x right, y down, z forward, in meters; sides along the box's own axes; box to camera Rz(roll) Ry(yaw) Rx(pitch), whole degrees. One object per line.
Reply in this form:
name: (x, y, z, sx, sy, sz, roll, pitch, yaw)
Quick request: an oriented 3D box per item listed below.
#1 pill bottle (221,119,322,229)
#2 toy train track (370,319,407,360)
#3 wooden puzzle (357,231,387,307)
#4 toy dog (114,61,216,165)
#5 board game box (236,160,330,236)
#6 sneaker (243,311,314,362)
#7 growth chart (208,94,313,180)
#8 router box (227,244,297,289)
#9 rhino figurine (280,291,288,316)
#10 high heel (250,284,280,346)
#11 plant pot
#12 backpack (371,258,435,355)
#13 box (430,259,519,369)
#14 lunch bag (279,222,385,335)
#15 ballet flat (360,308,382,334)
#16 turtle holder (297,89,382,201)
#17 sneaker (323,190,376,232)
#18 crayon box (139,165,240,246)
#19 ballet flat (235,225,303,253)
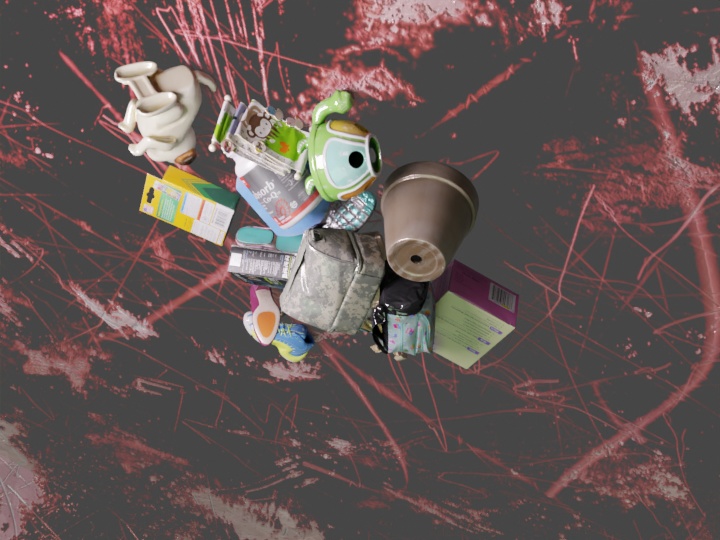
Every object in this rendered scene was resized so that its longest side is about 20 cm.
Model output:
pill bottle: (-0.171, -0.190, 1.594, 0.115, 0.116, 0.201, -28, 109, 39)
toy train track: (0.043, 0.164, 2.005, 0.114, 0.033, 0.200, -23, 124, 37)
wooden puzzle: (0.000, 0.000, 1.844, 0.182, 0.038, 0.202, -7, 129, 26)
toy dog: (-0.373, -0.294, 1.581, 0.140, 0.193, 0.201, 45, 150, 23)
board game box: (-0.154, -0.172, 1.695, 0.157, 0.039, 0.200, -35, 111, 18)
sneaker: (-0.194, 0.147, 2.049, 0.104, 0.076, 0.199, -33, 127, 28)
growth chart: (-0.178, -0.250, 1.527, 0.197, 0.147, 0.018, 18, 152, -24)
router box: (-0.195, -0.002, 1.803, 0.147, 0.063, 0.200, 7, 173, 6)
rhino figurine: (-0.140, 0.079, 1.884, 0.086, 0.061, 0.200, 0, -176, -7)
high heel: (-0.229, 0.104, 1.910, 0.066, 0.202, 0.097, -3, 144, -17)
plant pot: (0.122, -0.081, 1.605, 0.197, 0.175, 0.202, 10, 139, 9)
backpack: (0.094, 0.090, 1.694, 0.124, 0.168, 0.202, 7, 136, 12)
box: (0.223, 0.100, 1.826, 0.174, 0.098, 0.200, 27, 137, -11)
lunch bag: (-0.061, 0.014, 1.643, 0.165, 0.140, 0.202, 9, 127, -25)
ballet flat: (0.030, 0.123, 1.938, 0.198, 0.071, 0.071, 23, 139, -16)
turtle holder: (-0.031, -0.227, 1.543, 0.130, 0.189, 0.141, -5, 167, 24)
sneaker: (-0.034, -0.094, 1.727, 0.200, 0.091, 0.078, -44, 79, 24)
crayon box: (-0.373, -0.146, 1.794, 0.197, 0.052, 0.126, 23, 139, -8)
ballet flat: (-0.181, -0.059, 1.822, 0.197, 0.070, 0.071, 5, 156, 20)
